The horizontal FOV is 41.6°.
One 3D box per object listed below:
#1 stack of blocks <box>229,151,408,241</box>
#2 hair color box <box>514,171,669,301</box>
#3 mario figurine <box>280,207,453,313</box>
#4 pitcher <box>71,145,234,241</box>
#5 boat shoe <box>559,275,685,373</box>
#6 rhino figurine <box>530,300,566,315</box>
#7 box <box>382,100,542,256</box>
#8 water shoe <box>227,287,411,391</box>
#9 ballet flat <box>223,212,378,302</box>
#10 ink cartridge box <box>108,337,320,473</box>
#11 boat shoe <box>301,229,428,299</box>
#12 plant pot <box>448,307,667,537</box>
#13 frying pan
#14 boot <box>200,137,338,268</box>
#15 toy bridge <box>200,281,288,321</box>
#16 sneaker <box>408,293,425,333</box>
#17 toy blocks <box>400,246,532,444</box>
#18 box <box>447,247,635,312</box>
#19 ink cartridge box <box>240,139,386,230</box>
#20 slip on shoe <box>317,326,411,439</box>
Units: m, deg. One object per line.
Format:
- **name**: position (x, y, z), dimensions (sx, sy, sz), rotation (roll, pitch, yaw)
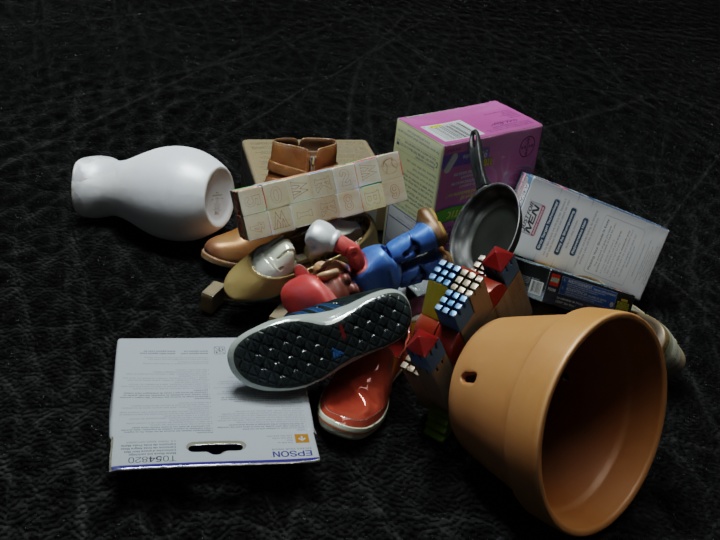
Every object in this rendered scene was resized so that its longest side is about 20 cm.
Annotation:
- **stack of blocks**: position (-0.054, -0.090, 1.138), dimensions (0.196, 0.060, 0.115), rotation (-15, 7, -13)
- **hair color box**: position (0.284, -0.045, 1.221), dimensions (0.196, 0.102, 0.061), rotation (20, 10, -10)
- **mario figurine**: position (-0.001, -0.007, 1.074), dimensions (0.196, 0.126, 0.106), rotation (-22, 0, -9)
- **pitcher**: position (-0.261, -0.108, 1.278), dimensions (0.196, 0.124, 0.171), rotation (6, 12, 22)
- **boat shoe**: position (0.307, 0.067, 1.137), dimensions (0.064, 0.073, 0.200), rotation (32, 2, -32)
- **rhino figurine**: position (0.182, 0.057, 1.121), dimensions (0.197, 0.061, 0.087), rotation (22, 13, 26)
- **box**: position (0.130, -0.101, 1.242), dimensions (0.173, 0.204, 0.096), rotation (-15, 36, -34)
- **water shoe**: position (-0.043, 0.071, 0.972), dimensions (0.196, 0.073, 0.079), rotation (-15, 6, -16)
- **ballet flat**: position (-0.070, -0.024, 1.110), dimensions (0.197, 0.064, 0.069), rotation (-21, 58, -20)
- **ink cartridge box**: position (-0.147, 0.139, 0.934), dimensions (0.195, 0.041, 0.201), rotation (1, 31, -12)
- **boat shoe**: position (0.000, 0.001, 1.172), dimensions (0.197, 0.071, 0.071), rotation (20, 28, 16)
- **plant pot**: position (0.176, 0.125, 0.891), dimensions (0.198, 0.205, 0.139), rotation (-18, 22, -37)
- **frying pan**: position (0.135, -0.066, 1.096), dimensions (0.031, 0.115, 0.192), rotation (23, 30, -30)
- **boot**: position (-0.114, -0.091, 1.218), dimensions (0.197, 0.158, 0.073), rotation (-14, 34, -33)
- **toy bridge**: position (-0.087, 0.050, 1.112), dimensions (0.196, 0.028, 0.067), rotation (16, 31, 15)
- **sneaker**: position (0.121, 0.086, 1.048), dimensions (0.196, 0.076, 0.090), rotation (17, 31, 21)
- **toy blocks**: position (0.103, 0.051, 0.953), dimensions (0.099, 0.138, 0.201), rotation (23, 65, 36)
- **box**: position (0.208, 0.011, 1.128), dimensions (0.135, 0.041, 0.199), rotation (16, 4, -31)
- **ink cartridge box**: position (-0.067, -0.124, 1.370), dimensions (0.195, 0.076, 0.166), rotation (-1, 32, -15)
- **slip on shoe**: position (0.008, 0.106, 1.002), dimensions (0.073, 0.062, 0.200), rotation (17, 33, 15)
